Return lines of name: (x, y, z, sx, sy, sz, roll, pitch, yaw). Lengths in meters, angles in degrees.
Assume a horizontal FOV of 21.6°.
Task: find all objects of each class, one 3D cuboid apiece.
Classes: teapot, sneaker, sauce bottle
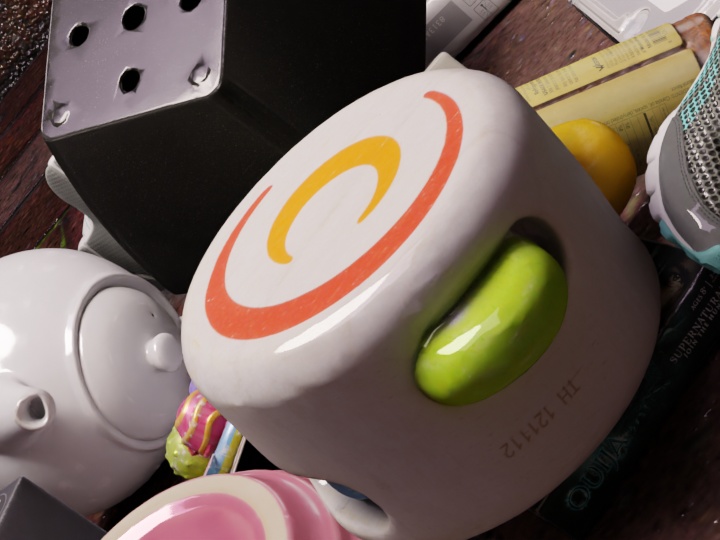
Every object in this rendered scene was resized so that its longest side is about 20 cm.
teapot: (-0.177, 0.067, 1.256, 0.146, 0.197, 0.200, -17, 50, 31)
sneaker: (-0.161, -0.051, 1.318, 0.200, 0.070, 0.080, 85, -157, -61)
sneaker: (0.176, -0.085, 0.800, 0.091, 0.077, 0.200, 107, -178, -52)
sauce bottle: (0.085, -0.059, 0.911, 0.200, 0.066, 0.066, -21, 24, 5)

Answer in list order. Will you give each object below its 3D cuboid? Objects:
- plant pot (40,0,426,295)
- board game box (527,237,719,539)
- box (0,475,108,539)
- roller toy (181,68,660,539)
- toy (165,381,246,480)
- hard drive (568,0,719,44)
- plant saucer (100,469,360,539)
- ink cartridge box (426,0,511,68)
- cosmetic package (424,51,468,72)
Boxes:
plant pot: (-0.087, -0.122, 1.179, 0.199, 0.177, 0.200, -12, 64, 29)
board game box: (0.090, 0.042, 0.887, 0.135, 0.028, 0.200, -55, 19, -5)
box: (-0.205, 0.239, 1.069, 0.106, 0.122, 0.200, -35, 26, 41)
roller toy: (0.029, 0.018, 0.811, 0.182, 0.140, 0.200, -27, 31, 29)
toy: (-0.091, 0.103, 1.115, 0.115, 0.047, 0.200, 118, 168, -46)
hard drive: (0.190, -0.171, 1.022, 0.140, 0.038, 0.200, -49, 20, 10)
plant saucer: (-0.084, 0.175, 0.930, 0.200, 0.051, 0.201, -26, 37, 21)
ink cartridge box: (0.088, -0.237, 1.372, 0.161, 0.050, 0.200, -44, 16, 23)
cosmetic package: (0.011, -0.002, 0.986, 0.200, 0.087, 0.103, -50, -5, -13)
